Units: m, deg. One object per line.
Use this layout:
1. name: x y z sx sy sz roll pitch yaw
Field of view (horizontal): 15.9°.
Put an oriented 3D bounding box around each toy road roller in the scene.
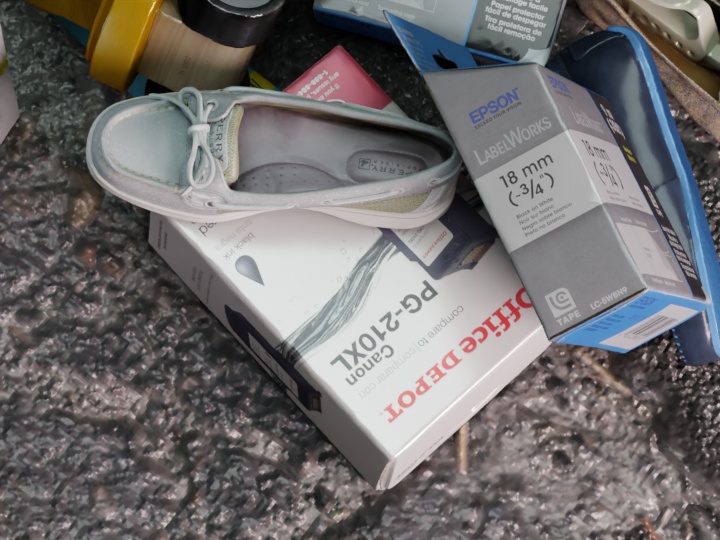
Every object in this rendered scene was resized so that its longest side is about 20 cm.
1. toy road roller: -0.102 -0.188 1.457 0.146 0.123 0.200 25 53 -2

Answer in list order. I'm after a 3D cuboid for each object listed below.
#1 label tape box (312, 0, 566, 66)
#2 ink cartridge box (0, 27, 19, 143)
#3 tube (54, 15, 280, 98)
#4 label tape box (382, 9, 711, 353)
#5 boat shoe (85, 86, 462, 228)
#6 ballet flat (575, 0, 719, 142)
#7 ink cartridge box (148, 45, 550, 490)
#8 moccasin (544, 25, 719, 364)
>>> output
1. label tape box: 0.067 -0.226 1.522 0.143 0.066 0.200 16 90 4
2. ink cartridge box: -0.292 -0.103 1.414 0.147 0.200 0.146 28 71 8
3. tube: -0.110 -0.119 1.516 0.200 0.050 0.077 43 81 5
4. label tape box: 0.103 -0.059 1.380 0.063 0.144 0.200 -29 77 16
5. boat shoe: -0.046 -0.064 1.379 0.202 0.065 0.074 8 72 -2
6. ballet flat: 0.207 -0.129 1.520 0.200 0.067 0.068 37 70 11
7. ink cartridge box: 0.000 0.000 1.442 0.145 0.084 0.200 -41 81 -15
8. moccasin: 0.159 -0.038 1.477 0.068 0.080 0.200 -18 79 12
